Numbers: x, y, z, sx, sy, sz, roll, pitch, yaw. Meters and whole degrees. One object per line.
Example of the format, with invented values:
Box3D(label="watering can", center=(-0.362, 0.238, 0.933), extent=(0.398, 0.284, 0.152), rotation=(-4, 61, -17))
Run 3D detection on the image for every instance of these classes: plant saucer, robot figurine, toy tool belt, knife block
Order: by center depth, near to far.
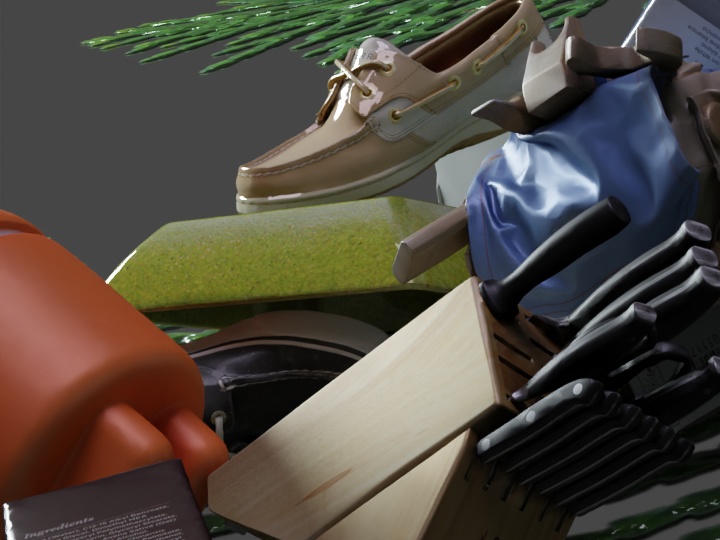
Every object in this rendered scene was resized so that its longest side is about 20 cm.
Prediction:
Box3D(label="knife block", center=(0.046, 0.046, 0.844), extent=(0.200, 0.064, 0.176), rotation=(11, 71, 56))
Box3D(label="toy tool belt", center=(0.110, -0.044, 0.885), extent=(0.123, 0.125, 0.200), rotation=(3, -32, -39))
Box3D(label="robot figurine", center=(-0.147, 0.048, 0.944), extent=(0.144, 0.117, 0.200), rotation=(-33, 56, -31))
Box3D(label="plant saucer", center=(0.000, 0.000, 1.080), extent=(0.200, 0.048, 0.200), rotation=(-5, -7, 35))

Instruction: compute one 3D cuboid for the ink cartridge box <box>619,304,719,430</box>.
Box3D(label="ink cartridge box", center=(0.070, 0.069, 0.998), extent=(0.163, 0.057, 0.200), rotation=(-26, 0, -38))

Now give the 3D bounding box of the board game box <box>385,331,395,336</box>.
Box3D(label="board game box", center=(-0.088, 0.058, 1.129), extent=(0.200, 0.019, 0.103), rotation=(-9, 1, 15))

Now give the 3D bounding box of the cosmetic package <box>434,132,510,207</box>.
Box3D(label="cosmetic package", center=(0.133, -0.044, 1.181), extent=(0.081, 0.113, 0.200), rotation=(-24, 22, -34))

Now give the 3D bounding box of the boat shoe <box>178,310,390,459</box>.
Box3D(label="boat shoe", center=(-0.076, 0.072, 1.035), extent=(0.200, 0.071, 0.064), rotation=(-11, 39, 17))

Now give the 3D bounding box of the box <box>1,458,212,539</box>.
Box3D(label="box", center=(-0.068, 0.145, 0.713), extent=(0.075, 0.100, 0.200), rotation=(-15, 17, -9))

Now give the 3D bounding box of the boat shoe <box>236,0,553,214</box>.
Box3D(label="boat shoe", center=(0.016, -0.087, 1.115), extent=(0.200, 0.069, 0.074), rotation=(-27, 21, -28))

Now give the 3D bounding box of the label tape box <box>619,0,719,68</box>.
Box3D(label="label tape box", center=(0.163, -0.109, 1.012), extent=(0.066, 0.200, 0.143), rotation=(34, 41, 6))
